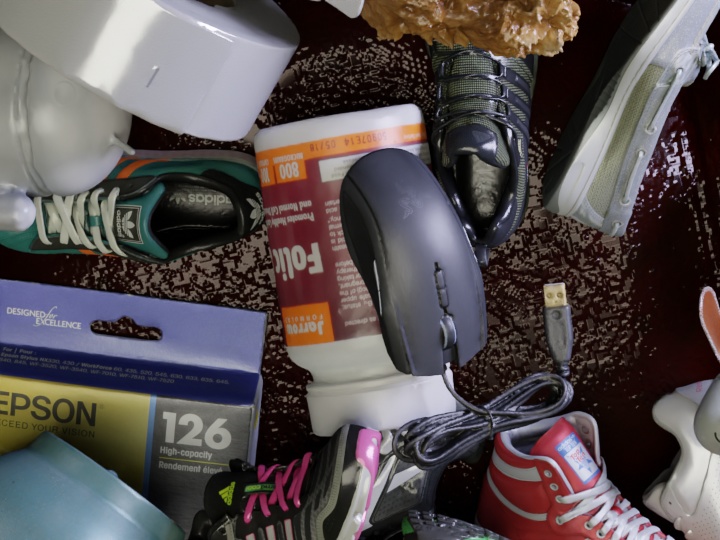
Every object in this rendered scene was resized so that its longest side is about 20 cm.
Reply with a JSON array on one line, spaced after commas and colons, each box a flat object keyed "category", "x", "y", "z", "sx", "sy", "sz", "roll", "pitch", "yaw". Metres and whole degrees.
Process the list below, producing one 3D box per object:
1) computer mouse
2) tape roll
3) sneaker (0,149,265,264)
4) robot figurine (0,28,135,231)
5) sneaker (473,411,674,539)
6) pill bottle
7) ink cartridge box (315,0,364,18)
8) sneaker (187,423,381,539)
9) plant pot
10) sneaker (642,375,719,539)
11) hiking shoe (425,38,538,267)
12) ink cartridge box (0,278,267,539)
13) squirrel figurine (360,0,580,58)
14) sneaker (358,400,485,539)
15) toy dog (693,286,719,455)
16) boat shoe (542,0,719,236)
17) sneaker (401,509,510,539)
[{"category": "computer mouse", "x": 0.070, "y": 0.014, "z": 1.453, "sx": 0.139, "sy": 0.046, "sz": 0.202, "roll": -15, "pitch": 94, "yaw": -23}, {"category": "tape roll", "x": -0.139, "y": -0.162, "z": 1.445, "sx": 0.202, "sy": 0.203, "sz": 0.071, "roll": 31, "pitch": 106, "yaw": -6}, {"category": "sneaker", "x": -0.159, "y": -0.042, "z": 1.545, "sx": 0.198, "sy": 0.080, "sz": 0.072, "roll": -6, "pitch": 107, "yaw": 5}, {"category": "robot figurine", "x": -0.233, "y": -0.105, "z": 1.506, "sx": 0.198, "sy": 0.113, "sz": 0.171, "roll": 1, "pitch": 70, "yaw": 14}, {"category": "sneaker", "x": 0.169, "y": 0.166, "z": 1.560, "sx": 0.199, "sy": 0.071, "sz": 0.113, "roll": 19, "pitch": 122, "yaw": 22}, {"category": "pill bottle", "x": 0.000, "y": 0.000, "z": 1.510, "sx": 0.113, "sy": 0.114, "sz": 0.202, "roll": -9, "pitch": 91, "yaw": 6}, {"category": "ink cartridge box", "x": -0.061, "y": -0.241, "z": 1.418, "sx": 0.066, "sy": 0.200, "sz": 0.117, "roll": 5, "pitch": 111, "yaw": -36}, {"category": "sneaker", "x": -0.054, "y": 0.152, "z": 1.493, "sx": 0.087, "sy": 0.074, "sz": 0.200, "roll": 25, "pitch": 142, "yaw": -13}, {"category": "plant pot", "x": -0.199, "y": 0.192, "z": 1.534, "sx": 0.200, "sy": 0.200, "sz": 0.135, "roll": 38, "pitch": 79, "yaw": -8}, {"category": "sneaker", "x": 0.246, "y": 0.166, "z": 1.596, "sx": 0.099, "sy": 0.078, "sz": 0.202, "roll": -11, "pitch": 97, "yaw": 13}, {"category": "hiking shoe", "x": 0.081, "y": -0.107, "z": 1.501, "sx": 0.075, "sy": 0.101, "sz": 0.202, "roll": -6, "pitch": 106, "yaw": 5}, {"category": "ink cartridge box", "x": -0.170, "y": 0.118, "z": 1.615, "sx": 0.196, "sy": 0.047, "sz": 0.202, "roll": 7, "pitch": 109, "yaw": 2}, {"category": "squirrel figurine", "x": 0.083, "y": -0.219, "z": 1.437, "sx": 0.185, "sy": 0.141, "sz": 0.202, "roll": 8, "pitch": 75, "yaw": -30}, {"category": "sneaker", "x": 0.007, "y": 0.158, "z": 1.601, "sx": 0.200, "sy": 0.067, "sz": 0.090, "roll": -44, "pitch": 100, "yaw": 9}, {"category": "toy dog", "x": 0.275, "y": 0.017, "z": 1.501, "sx": 0.131, "sy": 0.096, "sz": 0.202, "roll": 0, "pitch": 82, "yaw": -8}, {"category": "boat shoe", "x": 0.188, "y": -0.115, "z": 1.510, "sx": 0.064, "sy": 0.075, "sz": 0.203, "roll": 24, "pitch": 111, "yaw": -10}, {"category": "sneaker", "x": 0.063, "y": 0.222, "z": 1.551, "sx": 0.077, "sy": 0.200, "sz": 0.086, "roll": 14, "pitch": 64, "yaw": 18}]
